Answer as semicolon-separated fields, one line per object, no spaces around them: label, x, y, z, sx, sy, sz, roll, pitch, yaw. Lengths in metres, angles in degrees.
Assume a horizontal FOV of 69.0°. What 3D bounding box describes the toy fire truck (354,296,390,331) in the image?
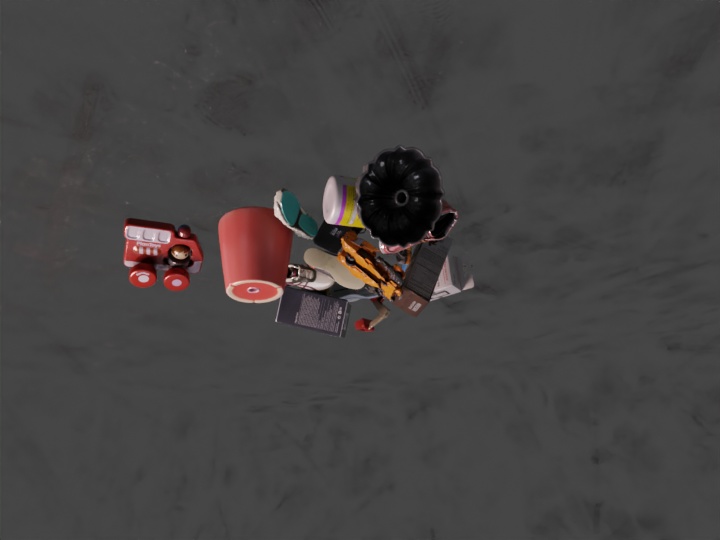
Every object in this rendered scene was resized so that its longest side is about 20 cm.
toy fire truck;0.063;0.105;1.680;0.048;0.145;0.198;18;148;-41

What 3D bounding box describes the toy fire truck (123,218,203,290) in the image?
toy fire truck;-0.493;-0.050;1.316;0.195;0.114;0.170;7;135;-25

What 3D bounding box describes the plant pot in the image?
plant pot;-0.259;-0.029;1.293;0.194;0.182;0.202;-3;155;-1

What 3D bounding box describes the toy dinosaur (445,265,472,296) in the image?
toy dinosaur;0.283;0.031;1.675;0.086;0.048;0.201;-13;158;-17

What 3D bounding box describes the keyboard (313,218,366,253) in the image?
keyboard;-0.049;-0.108;1.351;0.102;0.040;0.200;28;149;-9

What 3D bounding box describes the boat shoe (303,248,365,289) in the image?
boat shoe;-0.064;-0.004;1.435;0.196;0.073;0.063;24;175;21

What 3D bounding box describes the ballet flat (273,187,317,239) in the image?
ballet flat;-0.166;-0.127;1.235;0.070;0.074;0.200;-11;154;16

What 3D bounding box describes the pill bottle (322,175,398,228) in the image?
pill bottle;0.020;-0.147;1.171;0.195;0.107;0.104;5;154;-19

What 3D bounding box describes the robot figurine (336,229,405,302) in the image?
robot figurine;0.031;-0.008;1.308;0.198;0.058;0.146;37;151;10

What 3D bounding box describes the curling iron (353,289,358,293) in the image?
curling iron;-0.077;0.030;1.547;0.196;0.026;0.050;11;133;34

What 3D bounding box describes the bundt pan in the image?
bundt pan;0.072;-0.154;1.090;0.196;0.208;0.076;6;-172;-21

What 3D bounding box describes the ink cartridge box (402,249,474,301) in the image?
ink cartridge box;0.226;0.015;1.543;0.196;0.119;0.067;-20;153;30

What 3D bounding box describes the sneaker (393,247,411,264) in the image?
sneaker;0.097;-0.084;1.366;0.075;0.080;0.202;-4;146;4

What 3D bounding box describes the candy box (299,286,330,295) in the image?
candy box;-0.142;0.057;1.630;0.100;0.027;0.201;19;160;8

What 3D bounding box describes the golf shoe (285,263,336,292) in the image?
golf shoe;-0.162;0.018;1.490;0.194;0.080;0.088;3;174;0

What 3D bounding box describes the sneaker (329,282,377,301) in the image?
sneaker;0.000;0.059;1.675;0.195;0.075;0.070;-5;167;25

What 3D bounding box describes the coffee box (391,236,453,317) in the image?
coffee box;0.164;0.004;1.392;0.078;0.203;0.113;26;153;-2

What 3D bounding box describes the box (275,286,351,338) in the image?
box;-0.135;0.127;1.558;0.194;0.110;0.149;11;172;4

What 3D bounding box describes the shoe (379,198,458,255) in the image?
shoe;0.136;-0.095;1.231;0.198;0.091;0.072;-34;116;1
